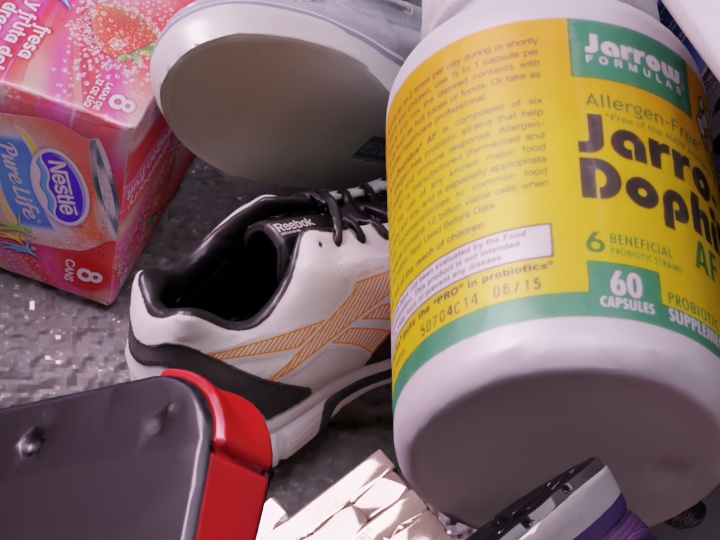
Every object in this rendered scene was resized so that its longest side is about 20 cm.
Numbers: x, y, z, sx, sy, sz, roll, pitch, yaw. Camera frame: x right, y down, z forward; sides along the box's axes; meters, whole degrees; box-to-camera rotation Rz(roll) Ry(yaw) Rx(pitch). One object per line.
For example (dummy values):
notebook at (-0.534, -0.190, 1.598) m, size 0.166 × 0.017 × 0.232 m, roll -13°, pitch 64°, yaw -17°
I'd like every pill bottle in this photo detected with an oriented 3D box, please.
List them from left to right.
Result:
pill bottle at (0.065, -0.021, 0.853) m, size 0.113 × 0.113 × 0.200 m, roll 5°, pitch 53°, yaw -7°

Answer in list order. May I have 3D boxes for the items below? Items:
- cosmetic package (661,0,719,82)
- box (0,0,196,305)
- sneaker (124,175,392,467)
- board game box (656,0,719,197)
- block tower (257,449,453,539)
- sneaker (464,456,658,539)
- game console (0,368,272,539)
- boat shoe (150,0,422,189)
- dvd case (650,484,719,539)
cosmetic package at (0.224, -0.051, 0.819) m, size 0.165 × 0.200 × 0.165 m, roll -36°, pitch 45°, yaw 10°
box at (-0.097, -0.099, 0.980) m, size 0.095 × 0.103 × 0.200 m, roll 20°, pitch 48°, yaw 5°
sneaker at (0.000, 0.000, 0.913) m, size 0.200 × 0.080 × 0.074 m, roll -33°, pitch 46°, yaw -29°
board game box at (0.190, -0.064, 0.970) m, size 0.200 × 0.200 × 0.062 m, roll 3°, pitch 46°, yaw -27°
block tower at (0.040, 0.143, 0.806) m, size 0.058 × 0.054 × 0.200 m, roll -37°, pitch 56°, yaw -11°
sneaker at (0.018, 0.145, 0.724) m, size 0.200 × 0.076 × 0.088 m, roll -36°, pitch 89°, yaw -14°
game console at (-0.119, 0.120, 0.746) m, size 0.200 × 0.031 × 0.177 m, roll -14°, pitch 53°, yaw 34°
boat shoe at (-0.013, -0.076, 0.946) m, size 0.201 × 0.070 × 0.072 m, roll 13°, pitch 45°, yaw -53°
dvd case at (0.128, 0.099, 0.902) m, size 0.150 × 0.025 × 0.200 m, roll 4°, pitch 50°, yaw -7°
